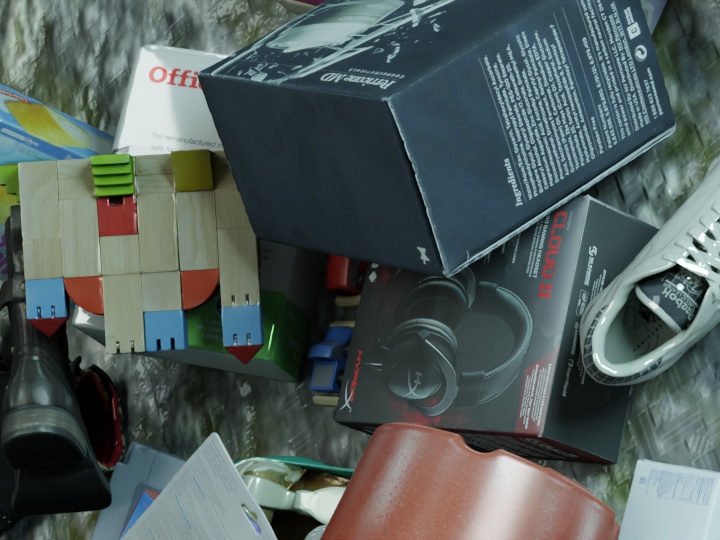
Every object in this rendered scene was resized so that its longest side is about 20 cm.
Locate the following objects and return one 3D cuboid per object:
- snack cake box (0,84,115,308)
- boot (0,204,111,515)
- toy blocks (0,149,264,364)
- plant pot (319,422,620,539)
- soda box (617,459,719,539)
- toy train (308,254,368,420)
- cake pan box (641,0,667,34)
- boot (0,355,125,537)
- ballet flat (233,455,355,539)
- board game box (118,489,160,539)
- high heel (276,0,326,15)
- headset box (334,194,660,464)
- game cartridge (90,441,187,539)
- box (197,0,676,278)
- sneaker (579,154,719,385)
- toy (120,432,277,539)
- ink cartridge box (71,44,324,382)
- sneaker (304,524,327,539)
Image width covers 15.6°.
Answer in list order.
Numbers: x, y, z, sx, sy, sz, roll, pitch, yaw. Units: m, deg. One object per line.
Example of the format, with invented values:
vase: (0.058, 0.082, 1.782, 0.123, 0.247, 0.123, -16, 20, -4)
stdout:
snack cake box: (-0.217, -0.046, 1.865, 0.115, 0.200, 0.067, -53, 41, 16)
boot: (-0.212, 0.065, 1.801, 0.069, 0.200, 0.175, -5, 64, -3)
toy blocks: (-0.140, -0.005, 1.699, 0.199, 0.100, 0.137, -3, 89, 1)
plant pot: (0.041, 0.200, 1.440, 0.200, 0.201, 0.196, 7, 69, 47)
soda box: (0.173, 0.211, 1.455, 0.064, 0.068, 0.201, 7, 79, 47)
toy train: (0.000, 0.000, 1.737, 0.034, 0.046, 0.201, -1, 73, 46)
cake pan box: (0.142, -0.242, 1.687, 0.200, 0.052, 0.185, 28, 97, 48)
boot: (-0.248, 0.086, 1.942, 0.153, 0.073, 0.204, -27, 63, 34)
ballet flat: (-0.036, 0.146, 1.663, 0.199, 0.070, 0.068, 4, 70, 31)
board game box: (-0.111, 0.236, 1.726, 0.200, 0.019, 0.103, 38, 104, 47)
high heel: (-0.023, -0.215, 1.836, 0.096, 0.067, 0.200, -47, 44, 14)
headset box: (0.090, 0.035, 1.608, 0.200, 0.077, 0.149, 1, 75, 48)
game cartridge: (-0.113, 0.201, 1.782, 0.200, 0.040, 0.134, 16, 82, 48)
box: (0.045, -0.102, 1.591, 0.196, 0.124, 0.200, -34, 26, -29)
sneaker: (0.202, -0.011, 1.479, 0.076, 0.080, 0.200, 41, 97, 7)
toy: (-0.098, 0.197, 1.661, 0.200, 0.047, 0.115, -47, 66, 40)
ink cartridge box: (-0.097, -0.039, 1.784, 0.145, 0.084, 0.201, 10, 79, 15)
sneaker: (-0.007, 0.265, 1.591, 0.130, 0.079, 0.200, -40, 77, 32)
